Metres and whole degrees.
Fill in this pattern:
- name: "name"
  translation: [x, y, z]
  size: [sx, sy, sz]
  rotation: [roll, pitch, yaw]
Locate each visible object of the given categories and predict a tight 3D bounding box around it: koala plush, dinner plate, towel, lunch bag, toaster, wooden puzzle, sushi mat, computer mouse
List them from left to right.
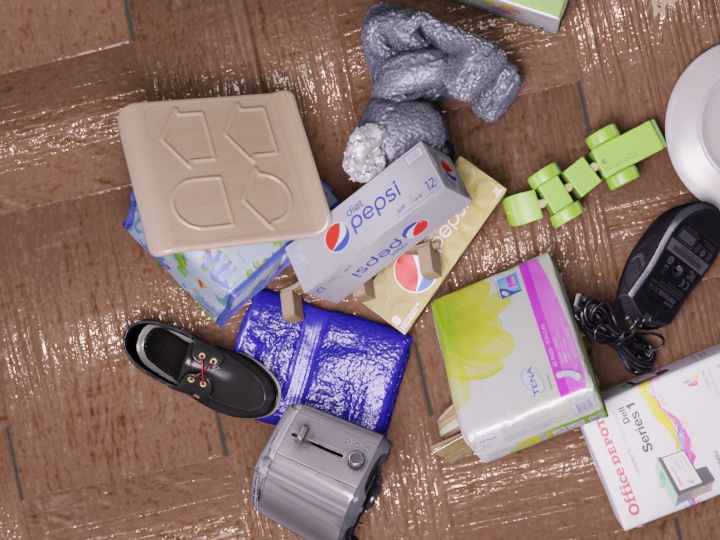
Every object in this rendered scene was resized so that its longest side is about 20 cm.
- name: "wooden puzzle"
  translation: [-0.149, -0.102, 1.631]
  size: [0.198, 0.046, 0.187]
  rotation: [-9, 63, -18]
- name: "lunch bag"
  translation: [-0.141, -0.069, 1.709]
  size: [0.170, 0.128, 0.200]
  rotation: [44, 66, 3]
- name: "towel"
  translation: [-0.052, 0.116, 1.738]
  size: [0.198, 0.050, 0.149]
  rotation: [16, 93, 5]
- name: "toaster"
  translation: [-0.046, 0.234, 1.688]
  size: [0.128, 0.201, 0.114]
  rotation: [25, 61, 8]
- name: "koala plush"
  translation: [0.053, -0.174, 1.671]
  size: [0.182, 0.177, 0.202]
  rotation: [26, 94, 16]
- name: "sushi mat"
  translation: [0.176, 0.162, 1.695]
  size: [0.199, 0.096, 0.012]
  rotation: [-29, 68, 6]
- name: "computer mouse"
  translation: [0.323, 0.003, 1.683]
  size: [0.138, 0.053, 0.201]
  rotation: [37, 90, -33]
- name: "dinner plate"
  translation: [0.438, -0.159, 1.684]
  size: [0.198, 0.024, 0.203]
  rotation: [0, 89, -2]

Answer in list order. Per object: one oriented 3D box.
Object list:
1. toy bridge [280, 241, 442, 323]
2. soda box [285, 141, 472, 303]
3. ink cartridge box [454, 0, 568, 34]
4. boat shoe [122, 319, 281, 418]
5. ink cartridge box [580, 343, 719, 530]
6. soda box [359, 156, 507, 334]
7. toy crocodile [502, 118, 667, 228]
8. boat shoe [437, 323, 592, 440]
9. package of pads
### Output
- name: "toy bridge"
  translation: [0.000, 0.000, 1.687]
  size: [0.198, 0.027, 0.068]
  rotation: [-18, 65, 23]
- name: "soda box"
  translation: [0.018, -0.049, 1.625]
  size: [0.199, 0.068, 0.064]
  rotation: [-37, 62, 21]
- name: "ink cartridge box"
  translation: [0.158, -0.325, 1.632]
  size: [0.146, 0.200, 0.077]
  rotation: [19, 93, 5]
- name: "boat shoe"
  translation: [-0.182, 0.113, 1.713]
  size: [0.200, 0.063, 0.074]
  rotation: [24, 94, 24]
- name: "ink cartridge box"
  translation: [0.353, 0.182, 1.681]
  size: [0.198, 0.084, 0.146]
  rotation: [-23, 89, 6]
- name: "soda box"
  translation: [0.084, -0.029, 1.714]
  size: [0.067, 0.064, 0.201]
  rotation: [35, 94, 6]
- name: "toy crocodile"
  translation: [0.252, -0.106, 1.703]
  size: [0.199, 0.062, 0.068]
  rotation: [-32, 88, 1]
- name: "boat shoe"
  translation: [0.163, 0.116, 1.715]
  size: [0.199, 0.072, 0.076]
  rotation: [-34, 71, -1]
- name: "package of pads"
  translation: [0.165, 0.094, 1.643]
  size: [0.153, 0.068, 0.201]
  rotation: [-23, 49, 11]
